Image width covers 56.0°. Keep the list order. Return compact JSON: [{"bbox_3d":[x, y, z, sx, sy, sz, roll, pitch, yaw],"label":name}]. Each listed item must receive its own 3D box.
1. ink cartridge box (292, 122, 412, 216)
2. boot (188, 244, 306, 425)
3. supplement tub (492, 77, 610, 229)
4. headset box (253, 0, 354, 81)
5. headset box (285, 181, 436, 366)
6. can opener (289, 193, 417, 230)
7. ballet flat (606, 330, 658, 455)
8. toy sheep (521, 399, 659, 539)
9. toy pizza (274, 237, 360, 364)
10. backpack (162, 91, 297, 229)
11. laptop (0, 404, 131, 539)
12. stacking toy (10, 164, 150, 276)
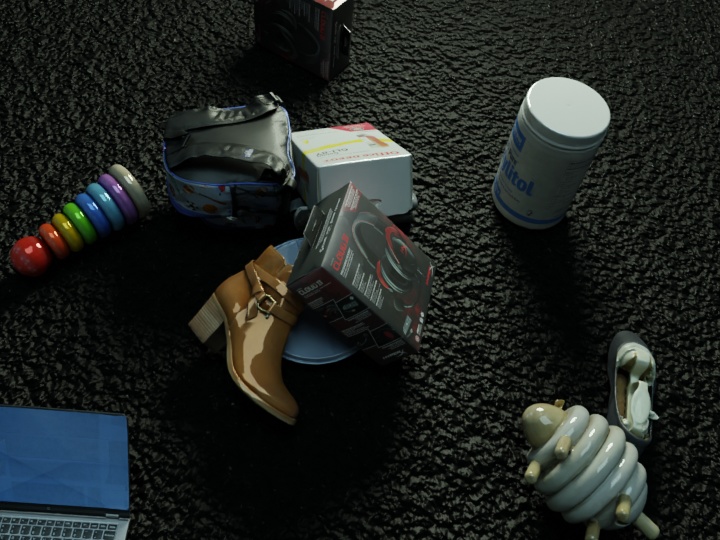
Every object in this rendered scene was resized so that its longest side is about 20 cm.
[{"bbox_3d":[-0.019,-0.150,1.008,0.141,0.086,0.200,-10,27,-15],"label":"ink cartridge box"},{"bbox_3d":[-0.107,0.079,0.861,0.155,0.077,0.200,-43,66,-8],"label":"boot"},{"bbox_3d":[0.286,-0.174,1.040,0.128,0.202,0.135,3,53,-4],"label":"supplement tub"},{"bbox_3d":[-0.097,-0.454,1.229,0.197,0.150,0.077,32,57,16],"label":"headset box"},{"bbox_3d":[0.000,0.000,0.871,0.199,0.074,0.151,42,45,-25],"label":"headset box"},{"bbox_3d":[-0.012,-0.100,1.044,0.194,0.054,0.068,-9,56,-14],"label":"can opener"},{"bbox_3d":[0.364,0.153,0.897,0.071,0.074,0.203,18,54,7],"label":"ballet flat"},{"bbox_3d":[0.265,0.237,0.789,0.137,0.138,0.201,-37,80,-29],"label":"toy sheep"},{"bbox_3d":[-0.064,0.042,0.947,0.194,0.032,0.205,3,57,-5],"label":"toy pizza"},{"bbox_3d":[-0.197,-0.157,1.002,0.185,0.156,0.203,2,47,-15],"label":"backpack"},{"bbox_3d":[-0.346,0.262,0.703,0.182,0.117,0.204,5,54,-3],"label":"laptop"},{"bbox_3d":[-0.400,-0.061,0.960,0.085,0.086,0.199,39,65,21],"label":"stacking toy"}]
